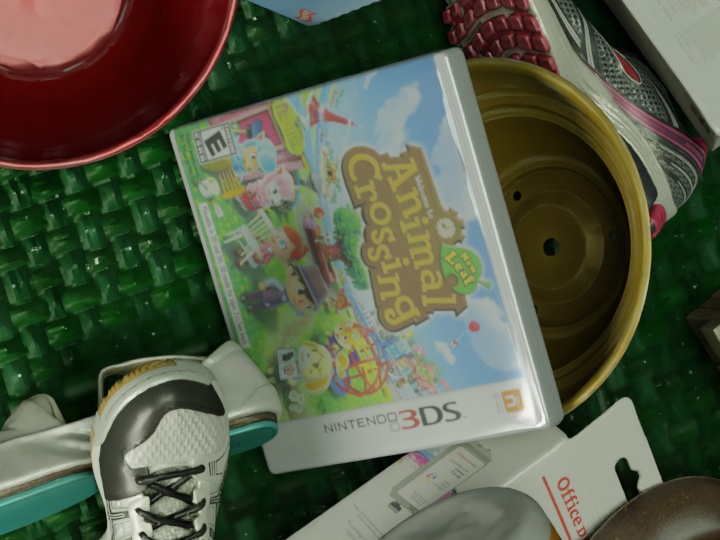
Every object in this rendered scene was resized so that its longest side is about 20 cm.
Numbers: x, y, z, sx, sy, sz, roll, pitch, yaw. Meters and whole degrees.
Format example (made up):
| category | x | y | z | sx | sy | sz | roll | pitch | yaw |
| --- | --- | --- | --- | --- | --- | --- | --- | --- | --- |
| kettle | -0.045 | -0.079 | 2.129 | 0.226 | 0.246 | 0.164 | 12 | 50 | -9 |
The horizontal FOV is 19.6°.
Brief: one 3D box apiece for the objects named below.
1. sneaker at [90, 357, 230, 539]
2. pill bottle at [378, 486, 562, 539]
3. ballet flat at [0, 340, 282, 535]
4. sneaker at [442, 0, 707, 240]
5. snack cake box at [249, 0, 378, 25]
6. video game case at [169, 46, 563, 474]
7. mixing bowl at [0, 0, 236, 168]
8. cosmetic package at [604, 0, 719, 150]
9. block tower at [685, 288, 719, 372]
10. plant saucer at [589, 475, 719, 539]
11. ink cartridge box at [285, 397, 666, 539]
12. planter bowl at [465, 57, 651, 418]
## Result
| category | x | y | z | sx | sy | sz | roll | pitch | yaw |
| --- | --- | --- | --- | --- | --- | --- | --- | --- | --- |
| sneaker | -0.095 | 0.137 | 1.065 | 0.075 | 0.088 | 0.200 | -8 | 129 | -21 |
| pill bottle | 0.083 | 0.218 | 1.047 | 0.116 | 0.116 | 0.200 | -34 | 109 | -12 |
| ballet flat | -0.142 | 0.088 | 1.114 | 0.200 | 0.069 | 0.070 | -18 | 96 | -12 |
| sneaker | 0.118 | -0.111 | 1.173 | 0.075 | 0.081 | 0.200 | -44 | 108 | -28 |
| snack cake box | -0.012 | -0.197 | 1.067 | 0.067 | 0.200 | 0.115 | 22 | 85 | -14 |
| video game case | 0.000 | 0.000 | 1.103 | 0.022 | 0.182 | 0.200 | -24 | 99 | -57 |
| mixing bowl | -0.164 | -0.152 | 1.063 | 0.200 | 0.108 | 0.201 | 0 | 92 | -8 |
| cosmetic package | 0.172 | -0.172 | 1.158 | 0.082 | 0.051 | 0.200 | -34 | 80 | 2 |
| block tower | 0.282 | -0.004 | 1.226 | 0.200 | 0.058 | 0.054 | -36 | 100 | -13 |
| plant saucer | 0.176 | 0.215 | 1.169 | 0.200 | 0.032 | 0.201 | -14 | 112 | -36 |
| ink cartridge box | 0.067 | 0.147 | 1.144 | 0.200 | 0.067 | 0.117 | -33 | 128 | -12 |
| planter bowl | 0.086 | -0.013 | 1.135 | 0.083 | 0.200 | 0.201 | -2 | 92 | -55 |
